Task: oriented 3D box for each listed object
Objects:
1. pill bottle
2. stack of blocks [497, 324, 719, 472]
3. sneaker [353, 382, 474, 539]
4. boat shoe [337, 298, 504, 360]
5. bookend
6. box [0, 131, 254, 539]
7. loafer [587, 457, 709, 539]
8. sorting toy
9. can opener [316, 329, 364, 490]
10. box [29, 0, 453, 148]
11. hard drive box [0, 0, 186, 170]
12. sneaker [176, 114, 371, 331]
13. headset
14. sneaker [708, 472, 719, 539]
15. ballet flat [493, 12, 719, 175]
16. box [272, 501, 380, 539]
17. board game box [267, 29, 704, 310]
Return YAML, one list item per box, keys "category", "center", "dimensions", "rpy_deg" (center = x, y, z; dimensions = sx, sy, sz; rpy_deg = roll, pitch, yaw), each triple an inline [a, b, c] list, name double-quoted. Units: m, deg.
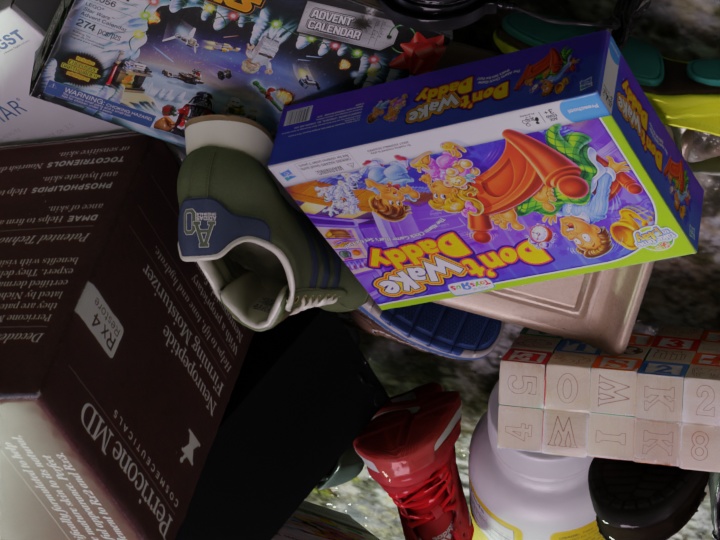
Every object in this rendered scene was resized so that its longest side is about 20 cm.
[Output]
- category: "pill bottle"
  center: [0.130, 0.150, 1.467]
  dimensions: [0.110, 0.112, 0.201]
  rpy_deg: [10, 145, 11]
- category: "stack of blocks"
  center: [0.193, 0.077, 1.323]
  dimensions: [0.198, 0.115, 0.059]
  rpy_deg: [5, 104, 15]
- category: "sneaker"
  center: [0.050, 0.144, 1.411]
  dimensions: [0.078, 0.200, 0.117]
  rpy_deg: [-20, 95, 7]
- category: "boat shoe"
  center: [0.000, 0.000, 1.361]
  dimensions: [0.199, 0.073, 0.072]
  rpy_deg: [32, 156, 3]
- category: "bookend"
  center: [-0.122, 0.101, 1.374]
  dimensions: [0.198, 0.200, 0.092]
  rpy_deg: [14, 145, 47]
- category: "box"
  center: [-0.184, 0.050, 1.247]
  dimensions: [0.163, 0.201, 0.167]
  rpy_deg: [-3, 137, 26]
- category: "loafer"
  center: [0.194, 0.139, 1.354]
  dimensions: [0.072, 0.200, 0.072]
  rpy_deg: [0, 104, 19]
- category: "sorting toy"
  center: [0.084, -0.050, 1.255]
  dimensions: [0.198, 0.037, 0.186]
  rpy_deg: [18, 130, 7]
- category: "can opener"
  center: [-0.018, 0.104, 1.539]
  dimensions: [0.066, 0.054, 0.200]
  rpy_deg: [-8, 151, -21]
- category: "box"
  center: [-0.066, -0.123, 1.166]
  dimensions: [0.198, 0.040, 0.137]
  rpy_deg: [17, 132, -18]
- category: "hard drive box"
  center: [-0.177, -0.100, 1.291]
  dimensions: [0.155, 0.077, 0.200]
  rpy_deg: [-20, 130, 41]
- category: "sneaker"
  center: [-0.052, -0.002, 1.209]
  dimensions: [0.066, 0.091, 0.200]
  rpy_deg: [-4, 152, 24]
- category: "headset"
  center: [0.061, -0.180, 1.101]
  dimensions: [0.199, 0.094, 0.124]
  rpy_deg: [38, 142, -2]
- category: "sneaker"
  center: [0.266, 0.162, 1.443]
  dimensions: [0.075, 0.091, 0.201]
  rpy_deg: [0, 143, 20]
- category: "ballet flat"
  center: [0.166, -0.089, 1.152]
  dimensions: [0.198, 0.067, 0.068]
  rpy_deg: [10, 117, 4]
- category: "box"
  center: [-0.047, 0.191, 1.460]
  dimensions: [0.155, 0.042, 0.200]
  rpy_deg: [20, -177, -21]
- category: "board game box"
  center: [0.069, -0.050, 1.151]
  dimensions: [0.198, 0.045, 0.135]
  rpy_deg: [-11, 137, 30]
